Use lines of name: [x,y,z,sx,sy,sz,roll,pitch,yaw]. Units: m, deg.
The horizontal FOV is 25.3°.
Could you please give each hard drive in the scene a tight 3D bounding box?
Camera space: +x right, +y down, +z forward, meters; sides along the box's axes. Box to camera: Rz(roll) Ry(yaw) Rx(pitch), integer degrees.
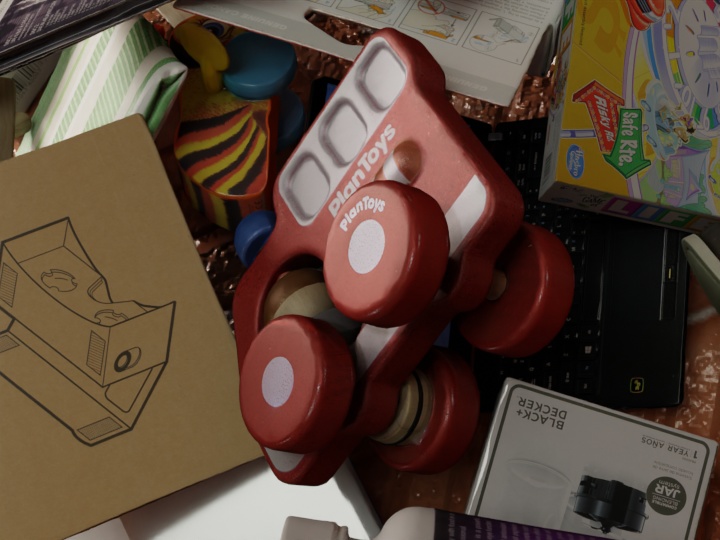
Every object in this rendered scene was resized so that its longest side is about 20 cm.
hard drive: [-0.053,0.156,0.889,0.131,0.025,0.201,-30,76,9]

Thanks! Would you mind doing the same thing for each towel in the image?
towel: [-0.165,-0.092,0.992,0.153,0.023,0.200,-63,27,12]

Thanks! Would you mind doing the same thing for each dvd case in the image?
dvd case: [-0.132,-0.174,0.923,0.198,0.016,0.149,-18,30,17]

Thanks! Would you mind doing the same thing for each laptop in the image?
laptop: [0.072,-0.020,0.883,0.198,0.103,0.179,-4,70,31]

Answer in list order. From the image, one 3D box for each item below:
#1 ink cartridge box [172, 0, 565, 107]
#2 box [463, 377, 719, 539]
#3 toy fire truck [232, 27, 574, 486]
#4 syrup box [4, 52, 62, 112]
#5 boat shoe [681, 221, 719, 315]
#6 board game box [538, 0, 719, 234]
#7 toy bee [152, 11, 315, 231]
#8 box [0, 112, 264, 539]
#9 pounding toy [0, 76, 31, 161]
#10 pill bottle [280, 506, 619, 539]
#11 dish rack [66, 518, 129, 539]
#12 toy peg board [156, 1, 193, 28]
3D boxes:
ink cartridge box: [0.016,-0.154,0.918,0.198,0.044,0.174,18,46,12]
box: [0.096,0.168,0.805,0.116,0.060,0.202,16,77,3]
toy fire truck: [0.000,0.000,0.810,0.201,0.111,0.168,-54,44,24]
syrup box: [-0.311,-0.178,1.129,0.199,0.081,0.079,30,83,30]
boat shoe: [0.243,0.045,0.805,0.060,0.072,0.202,-39,67,1]
board game box: [0.176,-0.123,0.879,0.133,0.034,0.202,11,73,-7]
toy bee: [-0.085,-0.111,0.988,0.108,0.132,0.201,6,34,10]
box: [-0.154,0.033,0.858,0.162,0.021,0.201,-21,82,-13]
pounding toy: [-0.279,-0.040,0.947,0.182,0.142,0.202,6,68,-20]
pill bottle: [0.057,0.167,0.716,0.198,0.112,0.112,10,73,1]
dish rack: [-0.179,0.133,0.976,0.200,0.044,0.172,-41,60,6]
toy peg board: [-0.116,-0.295,1.076,0.199,0.098,0.200,-45,59,3]
